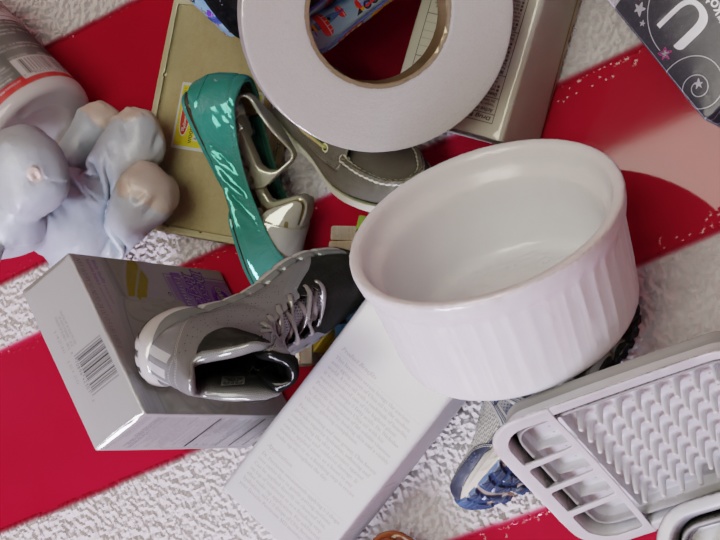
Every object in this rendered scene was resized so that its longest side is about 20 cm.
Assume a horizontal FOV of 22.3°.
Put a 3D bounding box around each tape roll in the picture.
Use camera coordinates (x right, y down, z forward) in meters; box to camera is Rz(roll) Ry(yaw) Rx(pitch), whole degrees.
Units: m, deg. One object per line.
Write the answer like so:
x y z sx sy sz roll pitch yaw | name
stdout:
0.011 -0.187 1.320 0.202 0.037 0.204 -1 99 -8 | tape roll

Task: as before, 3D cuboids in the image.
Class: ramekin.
0.100 0.001 1.290 0.200 0.201 0.098 -3 126 28 | ramekin

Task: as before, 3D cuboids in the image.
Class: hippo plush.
-0.268 -0.063 1.519 0.200 0.160 0.160 -54 47 27 | hippo plush

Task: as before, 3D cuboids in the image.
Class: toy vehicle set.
-0.119 -0.125 1.538 0.124 0.026 0.201 12 90 29 | toy vehicle set

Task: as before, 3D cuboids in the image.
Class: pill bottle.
-0.340 -0.179 1.616 0.200 0.114 0.114 45 105 25 | pill bottle

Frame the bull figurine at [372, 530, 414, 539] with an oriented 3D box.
-0.006 0.298 1.409 0.121 0.065 0.200 42 107 22 | bull figurine

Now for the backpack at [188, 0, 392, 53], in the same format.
-0.057 -0.247 1.436 0.182 0.200 0.135 -41 105 -20 | backpack

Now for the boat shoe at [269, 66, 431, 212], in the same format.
-0.011 -0.108 1.419 0.072 0.060 0.202 -30 41 -17 | boat shoe

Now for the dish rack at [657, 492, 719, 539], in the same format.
0.307 0.241 1.252 0.171 0.043 0.201 -20 79 26 | dish rack

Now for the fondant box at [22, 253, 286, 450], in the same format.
-0.156 0.066 1.438 0.058 0.200 0.145 -37 69 22 | fondant box

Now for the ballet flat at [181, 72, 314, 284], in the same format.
-0.077 -0.065 1.456 0.070 0.067 0.201 -17 99 28 | ballet flat

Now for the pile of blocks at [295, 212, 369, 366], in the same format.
0.000 0.000 1.440 0.082 0.062 0.200 39 103 26 | pile of blocks

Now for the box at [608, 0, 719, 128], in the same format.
0.243 -0.202 1.289 0.115 0.132 0.200 -43 66 18 | box

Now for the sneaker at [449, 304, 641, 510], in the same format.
0.125 0.087 1.365 0.085 0.077 0.200 39 95 36 | sneaker

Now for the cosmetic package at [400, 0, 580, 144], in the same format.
0.106 -0.200 1.398 0.103 0.073 0.201 19 94 29 | cosmetic package

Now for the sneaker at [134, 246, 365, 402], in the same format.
-0.056 0.050 1.337 0.115 0.199 0.075 26 135 54 | sneaker

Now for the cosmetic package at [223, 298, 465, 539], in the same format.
-0.003 0.122 1.411 0.101 0.071 0.200 42 105 13 | cosmetic package

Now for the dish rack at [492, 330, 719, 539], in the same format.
0.209 0.112 1.270 0.199 0.172 0.044 -22 43 25 | dish rack
